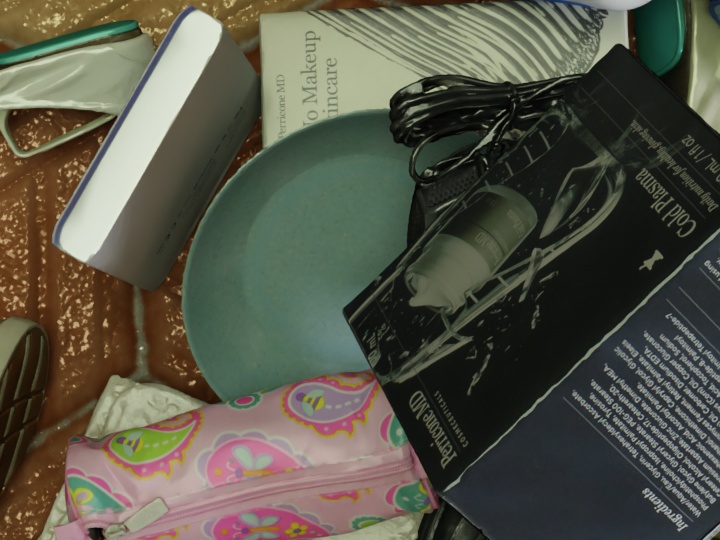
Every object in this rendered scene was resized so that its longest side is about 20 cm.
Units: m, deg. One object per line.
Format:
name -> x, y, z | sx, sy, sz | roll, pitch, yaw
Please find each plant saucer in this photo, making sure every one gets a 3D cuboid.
plant saucer -> 0.000, 0.000, 1.222 | 0.200, 0.039, 0.202 | -6, 118, -12

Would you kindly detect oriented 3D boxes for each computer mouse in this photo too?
computer mouse -> 0.073, -0.013, 1.184 | 0.138, 0.053, 0.201 | -4, 114, -14

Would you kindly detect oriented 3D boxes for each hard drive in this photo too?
hard drive -> -0.099, -0.057, 1.183 | 0.025, 0.200, 0.132 | 30, 88, 6

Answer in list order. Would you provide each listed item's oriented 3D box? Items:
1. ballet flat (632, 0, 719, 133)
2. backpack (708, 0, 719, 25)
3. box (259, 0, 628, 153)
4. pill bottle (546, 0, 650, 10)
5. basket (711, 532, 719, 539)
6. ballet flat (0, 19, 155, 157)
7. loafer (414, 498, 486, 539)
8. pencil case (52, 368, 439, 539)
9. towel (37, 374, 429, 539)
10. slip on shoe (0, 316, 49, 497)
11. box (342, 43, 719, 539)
ballet flat -> 0.185, -0.101, 1.242 | 0.069, 0.069, 0.201 | -1, 87, 4
backpack -> 0.294, -0.114, 1.164 | 0.199, 0.183, 0.148 | 24, 83, -21
box -> 0.046, -0.100, 1.242 | 0.199, 0.068, 0.083 | -4, 84, 3
pill bottle -> 0.106, -0.195, 1.184 | 0.199, 0.112, 0.113 | 14, 86, 36
basket -> 0.188, 0.207, 1.110 | 0.148, 0.143, 0.201 | -24, 114, -1
ballet flat -> -0.209, -0.091, 1.267 | 0.199, 0.069, 0.070 | -9, 85, 2
loafer -> 0.050, 0.201, 1.212 | 0.070, 0.068, 0.202 | 15, 83, 45
pencil case -> -0.059, 0.107, 1.192 | 0.199, 0.087, 0.088 | -12, 85, 1
towel -> -0.072, 0.150, 1.250 | 0.199, 0.034, 0.133 | 25, 89, 4
slip on shoe -> -0.230, 0.116, 1.248 | 0.060, 0.076, 0.201 | 20, 93, 17
box -> 0.118, 0.027, 1.071 | 0.197, 0.200, 0.124 | -45, 115, 7
